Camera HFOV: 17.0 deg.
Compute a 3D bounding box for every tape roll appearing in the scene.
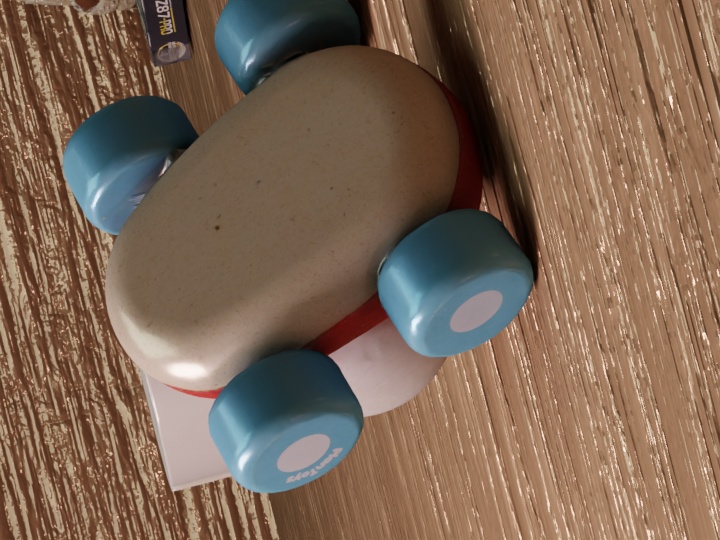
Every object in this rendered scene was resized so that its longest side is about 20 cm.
[{"bbox_3d":[-0.134,0.090,2.236,0.203,0.139,0.203,165,90,-83],"label":"tape roll"}]

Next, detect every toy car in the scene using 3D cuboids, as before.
[{"bbox_3d":[0.000,0.000,1.077,0.184,0.177,0.200,57,-168,30],"label":"toy car"}]

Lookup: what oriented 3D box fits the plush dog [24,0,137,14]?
[{"bbox_3d":[-0.305,-0.395,2.821,0.200,0.160,0.172,16,109,50],"label":"plush dog"}]

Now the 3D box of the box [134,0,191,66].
[{"bbox_3d":[-0.226,-0.339,2.517,0.161,0.049,0.200,90,165,-57],"label":"box"}]
